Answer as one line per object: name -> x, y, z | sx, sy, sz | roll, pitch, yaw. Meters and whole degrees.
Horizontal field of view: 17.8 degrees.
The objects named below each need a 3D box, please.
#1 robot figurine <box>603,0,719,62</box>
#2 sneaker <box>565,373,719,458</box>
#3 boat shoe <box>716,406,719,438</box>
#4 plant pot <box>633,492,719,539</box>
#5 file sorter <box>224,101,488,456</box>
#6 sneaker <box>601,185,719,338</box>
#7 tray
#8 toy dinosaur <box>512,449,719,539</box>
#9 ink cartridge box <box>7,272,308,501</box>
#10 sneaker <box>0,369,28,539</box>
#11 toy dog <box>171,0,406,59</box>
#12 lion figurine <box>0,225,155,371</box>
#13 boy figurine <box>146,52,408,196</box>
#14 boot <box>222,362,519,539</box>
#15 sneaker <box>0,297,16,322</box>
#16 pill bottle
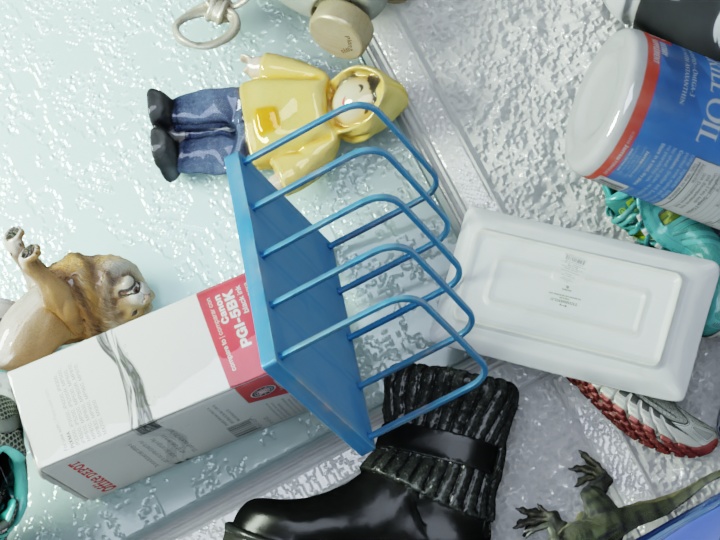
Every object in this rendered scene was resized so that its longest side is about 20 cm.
robot figurine -> 0.272, -0.205, 1.723 | 0.200, 0.150, 0.125 | 35, 127, 14
sneaker -> 0.191, 0.059, 1.698 | 0.082, 0.078, 0.200 | -44, 75, -4
boat shoe -> 0.308, 0.039, 1.688 | 0.072, 0.068, 0.201 | 20, 81, 13
plant pot -> 0.216, 0.276, 1.588 | 0.200, 0.200, 0.180 | -30, 81, 2
file sorter -> 0.000, 0.000, 1.662 | 0.122, 0.139, 0.200 | -27, 48, 16
sneaker -> 0.216, -0.037, 1.705 | 0.078, 0.079, 0.200 | -44, 62, 40
tray -> 0.152, 0.021, 1.670 | 0.199, 0.022, 0.108 | 13, 79, 22
toy dinosaur -> 0.166, 0.178, 1.674 | 0.200, 0.048, 0.088 | -25, 31, -24
ink cartridge box -> -0.143, 0.087, 1.709 | 0.199, 0.147, 0.083 | -23, 74, 3
sneaker -> -0.284, 0.174, 1.697 | 0.077, 0.201, 0.091 | -5, 37, -23
toy dog -> -0.054, -0.242, 1.786 | 0.199, 0.096, 0.132 | 4, 53, 7
lion figurine -> -0.252, 0.051, 1.743 | 0.200, 0.123, 0.072 | -45, 37, -12
boy figurine -> -0.062, -0.112, 1.785 | 0.199, 0.064, 0.125 | -6, 71, 10
boot -> 0.008, 0.145, 1.704 | 0.210, 0.079, 0.158 | 5, 85, -1
sneaker -> -0.357, 0.077, 1.781 | 0.199, 0.078, 0.112 | 1, 77, 9
pill bottle -> 0.257, -0.089, 1.643 | 0.199, 0.112, 0.113 | 19, 80, -14
